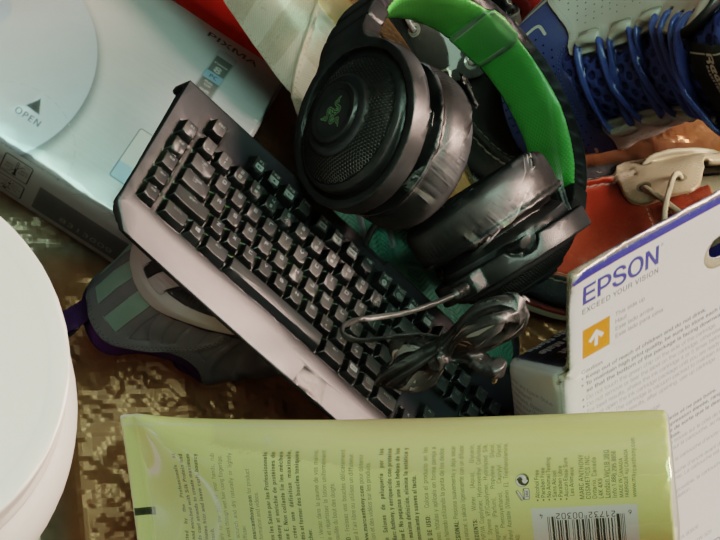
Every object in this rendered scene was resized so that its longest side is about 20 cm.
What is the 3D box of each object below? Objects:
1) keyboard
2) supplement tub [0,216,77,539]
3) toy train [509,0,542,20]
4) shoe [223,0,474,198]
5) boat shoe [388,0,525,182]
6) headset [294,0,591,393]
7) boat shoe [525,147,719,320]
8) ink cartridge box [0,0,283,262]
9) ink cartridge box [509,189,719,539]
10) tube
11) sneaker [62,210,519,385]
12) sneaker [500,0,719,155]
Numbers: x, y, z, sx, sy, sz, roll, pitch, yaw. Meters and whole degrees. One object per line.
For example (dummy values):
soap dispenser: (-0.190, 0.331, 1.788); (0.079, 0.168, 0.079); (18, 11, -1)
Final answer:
keyboard: (0.000, 0.000, 0.725); (0.200, 0.021, 0.127); (43, 44, -21)
supplement tub: (-0.173, 0.060, 0.619); (0.144, 0.200, 0.145); (7, 67, -17)
toy train: (0.156, -0.133, 0.834); (0.200, 0.116, 0.085); (34, 57, 21)
shoe: (-0.019, -0.099, 0.795); (0.053, 0.070, 0.200); (-34, 91, 12)
boat shoe: (0.034, -0.132, 0.847); (0.067, 0.057, 0.200); (-16, 76, -38)
headset: (0.040, -0.036, 0.699); (0.123, 0.094, 0.200); (39, 44, -23)
boat shoe: (0.151, -0.022, 0.848); (0.200, 0.063, 0.071); (-5, 73, -20)
ink cartridge box: (-0.103, -0.117, 0.803); (0.160, 0.047, 0.200); (33, 63, -5)
ink cartridge box: (0.148, 0.037, 0.762); (0.199, 0.200, 0.041); (-26, 38, -27)
tube: (0.014, 0.081, 0.681); (0.200, 0.052, 0.058); (-5, 61, 8)
sneaker: (-0.026, 0.017, 0.773); (0.200, 0.087, 0.075); (16, 57, -40)
sneaker: (0.135, -0.092, 0.753); (0.115, 0.199, 0.081); (-42, 112, -56)
